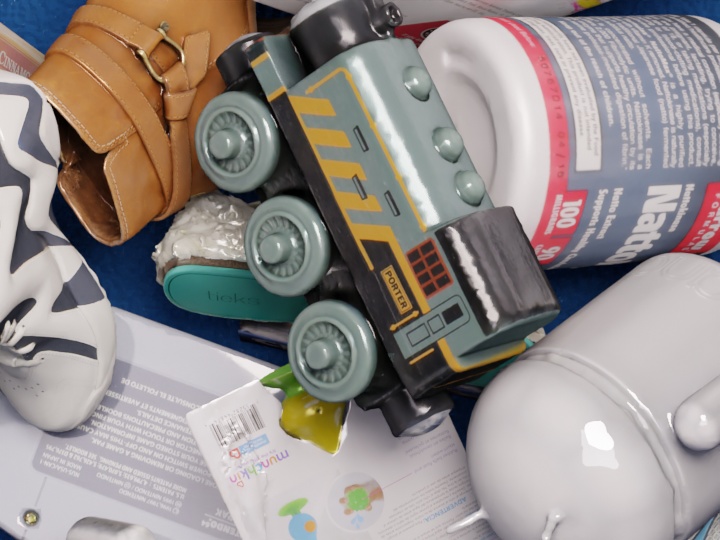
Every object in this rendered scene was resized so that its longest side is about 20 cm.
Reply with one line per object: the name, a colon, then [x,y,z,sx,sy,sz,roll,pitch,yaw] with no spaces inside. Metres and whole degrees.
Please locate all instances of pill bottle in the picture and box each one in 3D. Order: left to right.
pill bottle: [0.128,-0.063,1.176,0.199,0.120,0.120,-5,80,-29]

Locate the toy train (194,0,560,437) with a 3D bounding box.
toy train: [0.006,-0.029,1.097,0.114,0.085,0.201,-32,78,33]

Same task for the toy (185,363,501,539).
toy: [0.006,0.131,1.175,0.115,0.047,0.201,-26,100,-10]

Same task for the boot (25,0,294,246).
boot: [-0.109,-0.125,1.154,0.155,0.074,0.200,-41,106,-35]

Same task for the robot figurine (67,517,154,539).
robot figurine: [-0.098,0.216,1.143,0.169,0.113,0.201,-29,104,-24]

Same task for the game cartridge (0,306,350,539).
game cartridge: [-0.092,0.099,1.222,0.199,0.042,0.134,20,86,3]

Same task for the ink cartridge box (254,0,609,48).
ink cartridge box: [0.065,-0.172,1.115,0.199,0.147,0.086,-18,70,35]

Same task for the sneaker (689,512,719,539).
sneaker: [0.160,0.131,1.197,0.086,0.078,0.200,33,83,8]

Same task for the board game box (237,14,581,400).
board game box: [0.028,-0.046,1.244,0.135,0.035,0.201,14,82,2]

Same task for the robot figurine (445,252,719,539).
robot figurine: [0.128,0.068,1.132,0.200,0.169,0.113,-35,95,-32]

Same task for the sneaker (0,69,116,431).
sneaker: [-0.179,0.021,1.114,0.079,0.200,0.130,17,43,20]

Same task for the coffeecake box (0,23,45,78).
coffeecake box: [-0.228,-0.031,1.177,0.073,0.153,0.201,10,81,18]

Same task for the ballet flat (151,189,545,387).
ballet flat: [0.000,0.000,1.190,0.199,0.072,0.072,14,81,1]
